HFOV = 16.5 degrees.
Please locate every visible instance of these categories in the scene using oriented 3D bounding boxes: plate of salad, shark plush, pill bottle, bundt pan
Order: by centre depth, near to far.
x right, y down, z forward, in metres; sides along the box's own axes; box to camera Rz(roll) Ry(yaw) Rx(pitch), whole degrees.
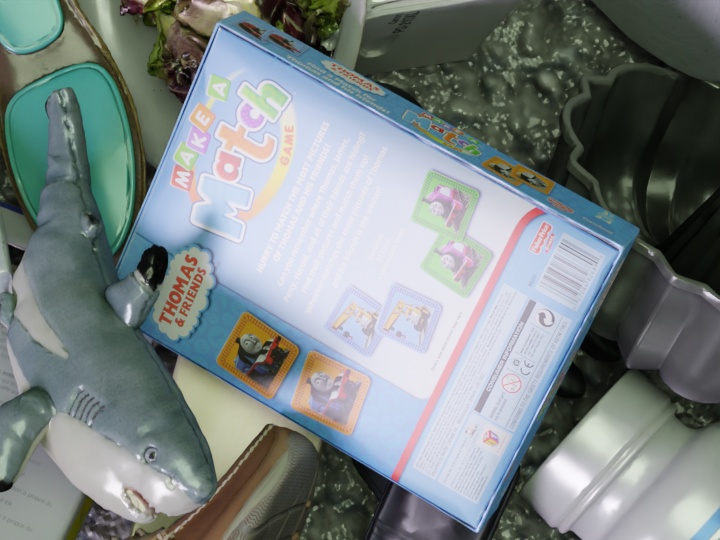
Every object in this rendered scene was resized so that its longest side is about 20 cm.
[{"bbox_3d":[-0.105,0.018,1.079,0.091,0.083,0.200,26,49,-41],"label":"shark plush"},{"bbox_3d":[-0.075,-0.135,1.137,0.048,0.200,0.201,-7,81,-46],"label":"plate of salad"},{"bbox_3d":[0.174,0.142,1.159,0.200,0.112,0.112,42,78,8],"label":"pill bottle"},{"bbox_3d":[0.169,-0.007,1.163,0.201,0.076,0.202,18,36,-14],"label":"bundt pan"}]

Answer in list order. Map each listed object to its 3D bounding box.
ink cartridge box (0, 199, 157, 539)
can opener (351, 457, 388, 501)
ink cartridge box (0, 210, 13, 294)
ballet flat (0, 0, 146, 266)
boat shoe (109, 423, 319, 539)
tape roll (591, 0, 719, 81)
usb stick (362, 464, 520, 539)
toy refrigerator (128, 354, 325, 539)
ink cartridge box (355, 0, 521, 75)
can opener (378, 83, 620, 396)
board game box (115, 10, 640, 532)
[{"bbox_3d":[-0.205,0.052,1.131,0.197,0.047,0.200,21,53,5],"label":"ink cartridge box"},{"bbox_3d":[0.063,0.155,1.170,0.079,0.063,0.200,-36,88,-11],"label":"can opener"},{"bbox_3d":[-0.269,-0.041,1.125,0.200,0.047,0.160,-8,60,-15],"label":"ink cartridge box"},{"bbox_3d":[-0.148,-0.092,1.172,0.068,0.072,0.200,-24,86,0],"label":"ballet flat"},{"bbox_3d":[-0.094,0.144,1.081,0.072,0.076,0.200,33,76,20],"label":"boat shoe"},{"bbox_3d":[0.139,-0.187,1.150,0.066,0.200,0.200,-37,88,-13],"label":"tape roll"},{"bbox_3d":[0.014,0.162,1.144,0.055,0.033,0.200,24,100,10],"label":"usb stick"},{"bbox_3d":[-0.057,0.089,1.162,0.076,0.070,0.200,14,79,2],"label":"toy refrigerator"},{"bbox_3d":[0.012,-0.204,1.174,0.084,0.145,0.201,-8,83,-11],"label":"ink cartridge box"},{"bbox_3d":[0.041,-0.014,1.188,0.063,0.079,0.200,-38,103,28],"label":"can opener"},{"bbox_3d":[0.000,0.000,1.082,0.200,0.037,0.151,30,114,9],"label":"board game box"}]
